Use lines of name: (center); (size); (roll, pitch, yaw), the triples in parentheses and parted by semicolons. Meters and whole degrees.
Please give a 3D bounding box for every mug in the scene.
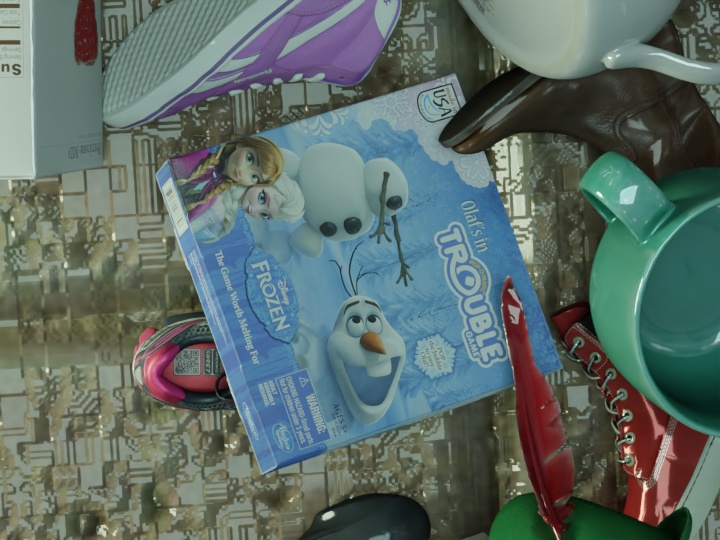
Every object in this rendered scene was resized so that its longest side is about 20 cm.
mug: (0.213, -0.001, 1.509); (0.152, 0.114, 0.185); (-15, 106, -11)

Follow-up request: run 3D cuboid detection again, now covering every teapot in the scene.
teapot: (0.140, -0.216, 1.476); (0.146, 0.197, 0.200); (-28, 120, -21)

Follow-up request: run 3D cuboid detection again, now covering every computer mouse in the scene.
computer mouse: (-0.046, 0.203, 1.612); (0.200, 0.034, 0.059); (-29, 98, -1)

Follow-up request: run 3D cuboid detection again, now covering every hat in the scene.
hat: (0.086, 0.157, 1.501); (0.176, 0.200, 0.166); (36, 132, -1)

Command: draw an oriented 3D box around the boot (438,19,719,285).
boot: (0.167, -0.053, 1.573); (0.186, 0.064, 0.200); (-33, 102, -17)

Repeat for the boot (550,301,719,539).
boot: (0.167, 0.099, 1.601); (0.144, 0.072, 0.200); (26, 85, -6)

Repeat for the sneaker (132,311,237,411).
sneaker: (-0.043, 0.060, 1.578); (0.200, 0.075, 0.081); (-9, 95, -4)

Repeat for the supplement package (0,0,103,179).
supplement package: (-0.230, -0.158, 1.507); (0.120, 0.121, 0.200); (1, 96, 14)

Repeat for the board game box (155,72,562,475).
board game box: (0.000, 0.000, 1.545); (0.199, 0.043, 0.200); (-18, 84, -19)

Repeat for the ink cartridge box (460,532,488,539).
ink cartridge box: (0.053, 0.235, 1.541); (0.068, 0.200, 0.116); (-5, 95, 38)

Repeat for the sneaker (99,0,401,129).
sneaker: (-0.064, -0.130, 1.561); (0.200, 0.073, 0.114); (-31, 134, 21)
